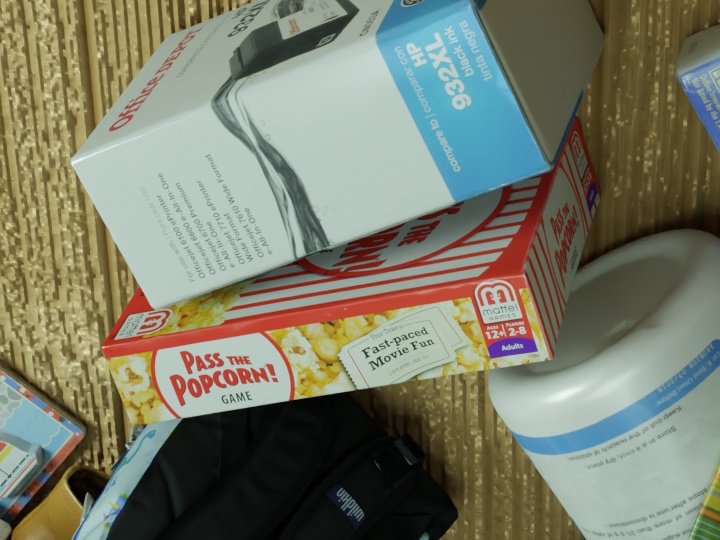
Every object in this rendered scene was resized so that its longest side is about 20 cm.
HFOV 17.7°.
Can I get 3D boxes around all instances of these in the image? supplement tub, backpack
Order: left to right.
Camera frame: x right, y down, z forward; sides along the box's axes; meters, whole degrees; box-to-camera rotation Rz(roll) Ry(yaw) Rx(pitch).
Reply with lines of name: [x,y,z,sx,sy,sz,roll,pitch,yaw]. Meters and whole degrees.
backpack: [-0.071,0.149,1.129,0.163,0.200,0.154,44,131,-12]
supplement tub: [0.162,0.094,1.074,0.132,0.132,0.200,-26,108,26]

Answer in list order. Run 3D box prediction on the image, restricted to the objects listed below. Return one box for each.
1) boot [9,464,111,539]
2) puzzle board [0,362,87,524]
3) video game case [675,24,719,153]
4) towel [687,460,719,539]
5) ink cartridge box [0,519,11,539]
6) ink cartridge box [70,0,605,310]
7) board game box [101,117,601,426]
boot: [-0.110,0.204,1.239,0.201,0.071,0.144,41,132,0]
puzzle board: [-0.261,0.105,1.263,0.151,0.017,0.200,38,122,-8]
video game case: [0.266,-0.050,1.016,0.181,0.045,0.200,-25,109,25]
towel: [0.201,0.078,1.004,0.086,0.018,0.201,20,95,-18]
ink cartridge box: [-0.287,0.197,1.275,0.117,0.067,0.200,30,123,-3]
ink cartridge box: [-0.007,-0.076,1.015,0.199,0.145,0.084,-19,112,24]
board game box: [0.000,0.000,1.054,0.199,0.152,0.046,-10,116,19]
